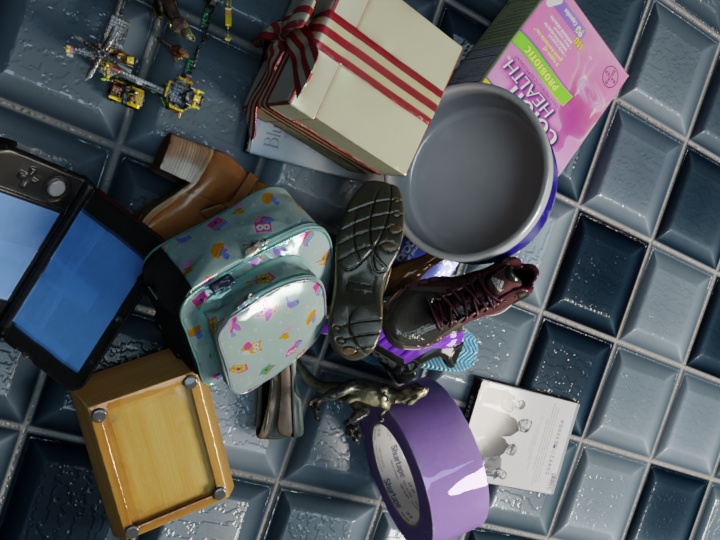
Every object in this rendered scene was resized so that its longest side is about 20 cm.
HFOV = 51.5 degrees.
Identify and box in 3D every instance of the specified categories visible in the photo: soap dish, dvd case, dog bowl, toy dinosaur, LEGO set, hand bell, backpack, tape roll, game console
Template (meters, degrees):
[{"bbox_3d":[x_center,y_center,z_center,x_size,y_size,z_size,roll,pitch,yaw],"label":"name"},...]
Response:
[{"bbox_3d":[-0.241,0.205,0.884,0.154,0.081,0.205,-17,107,-21],"label":"soap dish"},{"bbox_3d":[-0.040,-0.197,0.938,0.196,0.017,0.146,10,95,-25],"label":"dvd case"},{"bbox_3d":[0.130,-0.110,0.879,0.078,0.196,0.205,11,97,-67],"label":"dog bowl"},{"bbox_3d":[-0.015,0.157,0.910,0.088,0.196,0.048,-49,139,-48],"label":"toy dinosaur"},{"bbox_3d":[-0.208,-0.268,0.795,0.152,0.115,0.204,27,88,-25],"label":"LEGO set"},{"bbox_3d":[0.236,0.254,1.137,0.196,0.025,0.154,17,92,-26],"label":"dvd case"},{"bbox_3d":[0.103,-0.022,0.958,0.198,0.104,0.105,-33,111,-2],"label":"hand bell"},{"bbox_3d":[-0.115,0.018,0.812,0.199,0.152,0.178,-41,150,-26],"label":"backpack"},{"bbox_3d":[0.079,0.249,0.969,0.083,0.199,0.205,-17,106,-20],"label":"tape roll"},{"bbox_3d":[-0.329,0.005,0.762,0.202,0.118,0.171,-55,149,7],"label":"game console"}]

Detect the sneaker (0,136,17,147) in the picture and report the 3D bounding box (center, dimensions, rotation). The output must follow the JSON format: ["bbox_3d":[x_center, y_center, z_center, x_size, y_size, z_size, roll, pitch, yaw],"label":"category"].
[{"bbox_3d":[-0.401,-0.127,0.760,0.087,0.073,0.203,-33,115,-15],"label":"sneaker"}]

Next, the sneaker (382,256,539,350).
[{"bbox_3d":[0.122,0.025,0.852,0.197,0.115,0.077,-20,82,-28],"label":"sneaker"}]

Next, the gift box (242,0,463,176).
[{"bbox_3d":[-0.024,-0.209,0.833,0.184,0.183,0.204,28,81,-27],"label":"gift box"}]

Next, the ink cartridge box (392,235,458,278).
[{"bbox_3d":[0.119,-0.072,1.016,0.094,0.044,0.201,40,82,-23],"label":"ink cartridge box"}]

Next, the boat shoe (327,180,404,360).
[{"bbox_3d":[0.000,0.000,0.856,0.074,0.074,0.205,14,82,-3],"label":"boat shoe"}]

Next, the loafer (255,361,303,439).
[{"bbox_3d":[-0.112,0.119,0.935,0.061,0.072,0.205,-10,103,-15],"label":"loafer"}]

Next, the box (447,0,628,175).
[{"bbox_3d":[0.232,-0.247,1.008,0.175,0.096,0.201,41,82,-24],"label":"box"}]

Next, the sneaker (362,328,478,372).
[{"bbox_3d":[0.055,0.089,1.003,0.195,0.081,0.078,15,94,-5],"label":"sneaker"}]

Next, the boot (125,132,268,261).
[{"bbox_3d":[-0.193,-0.041,0.876,0.153,0.076,0.204,25,82,-30],"label":"boot"}]

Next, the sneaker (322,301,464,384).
[{"bbox_3d":[0.035,0.091,0.927,0.194,0.070,0.102,1,95,-3],"label":"sneaker"}]
